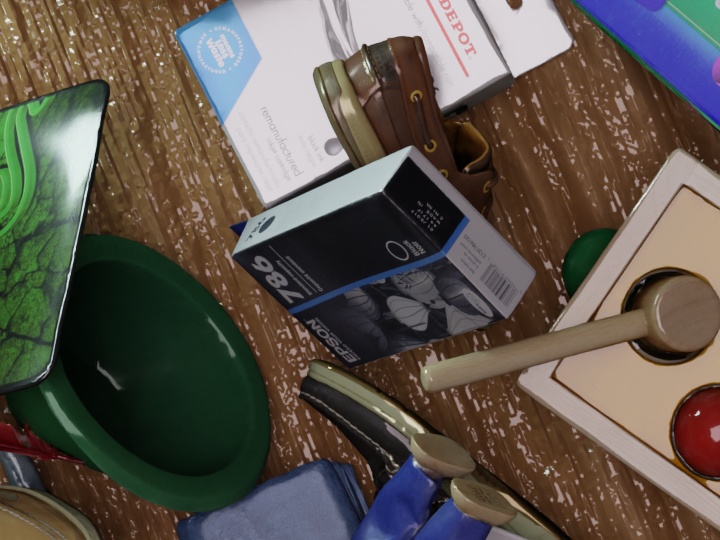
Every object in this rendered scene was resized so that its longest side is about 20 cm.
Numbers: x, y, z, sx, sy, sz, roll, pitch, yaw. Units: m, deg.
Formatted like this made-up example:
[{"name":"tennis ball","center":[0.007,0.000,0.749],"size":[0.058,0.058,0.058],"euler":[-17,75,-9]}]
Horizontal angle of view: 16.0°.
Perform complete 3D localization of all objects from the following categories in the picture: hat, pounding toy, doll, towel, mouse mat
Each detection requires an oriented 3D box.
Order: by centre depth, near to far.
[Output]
[{"name":"doll","center":[0.007,0.192,1.390],"size":[0.137,0.048,0.201],"euler":[48,113,39]},{"name":"pounding toy","center":[0.166,0.041,1.399],"size":[0.199,0.142,0.185],"euler":[35,92,5]},{"name":"mouse mat","center":[-0.215,-0.010,1.425],"size":[0.160,0.008,0.201],"euler":[-14,51,31]},{"name":"towel","center":[-0.024,0.215,1.462],"size":[0.111,0.049,0.201],"euler":[-21,88,5]},{"name":"hat","center":[-0.178,0.087,1.470],"size":[0.200,0.166,0.176],"euler":[44,127,-13]}]

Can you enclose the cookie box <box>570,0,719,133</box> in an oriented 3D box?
[{"name":"cookie box","center":[0.225,-0.161,1.398],"size":[0.171,0.075,0.200],"euler":[-48,63,4]}]

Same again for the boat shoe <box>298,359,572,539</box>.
[{"name":"boat shoe","center":[0.039,0.128,1.445],"size":[0.200,0.073,0.065],"euler":[38,88,5]}]

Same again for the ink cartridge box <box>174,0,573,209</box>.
[{"name":"ink cartridge box","center":[0.010,-0.131,1.454],"size":[0.199,0.068,0.117],"euler":[-29,87,4]}]

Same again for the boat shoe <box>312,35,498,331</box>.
[{"name":"boat shoe","center":[0.045,-0.046,1.403],"size":[0.067,0.072,0.201],"euler":[-27,127,6]}]

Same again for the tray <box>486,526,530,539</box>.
[{"name":"tray","center":[0.127,0.212,1.430],"size":[0.199,0.022,0.108],"euler":[22,108,-12]}]

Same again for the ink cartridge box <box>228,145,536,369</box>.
[{"name":"ink cartridge box","center":[0.000,0.000,1.384],"size":[0.099,0.200,0.039],"euler":[44,61,-15]}]

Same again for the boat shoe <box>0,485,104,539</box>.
[{"name":"boat shoe","center":[-0.233,0.149,1.429],"size":[0.199,0.076,0.072],"euler":[8,86,35]}]

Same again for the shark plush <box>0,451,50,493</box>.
[{"name":"shark plush","center":[-0.156,0.181,1.459],"size":[0.090,0.083,0.201],"euler":[-8,72,-13]}]
